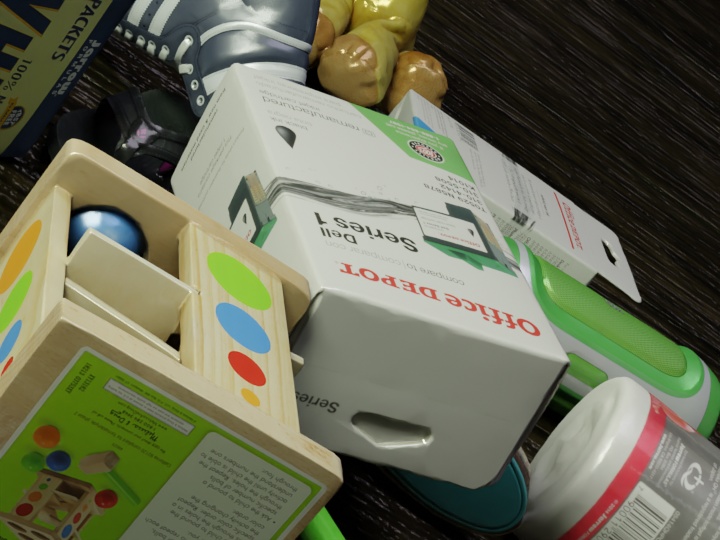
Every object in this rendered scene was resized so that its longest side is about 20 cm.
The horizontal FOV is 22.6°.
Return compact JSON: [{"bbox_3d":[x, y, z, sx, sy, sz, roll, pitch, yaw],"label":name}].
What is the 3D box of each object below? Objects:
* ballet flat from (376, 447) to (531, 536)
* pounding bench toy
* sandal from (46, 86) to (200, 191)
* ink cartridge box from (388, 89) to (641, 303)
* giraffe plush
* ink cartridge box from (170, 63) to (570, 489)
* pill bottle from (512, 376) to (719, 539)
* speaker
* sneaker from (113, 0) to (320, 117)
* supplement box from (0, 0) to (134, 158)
[{"bbox_3d":[0.014,0.065,0.969,0.199,0.068,0.062,39,11,-6],"label":"ballet flat"},{"bbox_3d":[-0.069,0.068,0.735,0.199,0.124,0.157,32,22,-22],"label":"pounding bench toy"},{"bbox_3d":[-0.123,-0.080,1.037,0.075,0.048,0.201,40,20,-2],"label":"sandal"},{"bbox_3d":[0.098,-0.031,1.285,0.199,0.068,0.116,33,22,-17],"label":"ink cartridge box"},{"bbox_3d":[0.025,-0.217,1.358,0.172,0.163,0.199,35,16,21],"label":"giraffe plush"},{"bbox_3d":[0.000,0.000,0.893,0.145,0.085,0.201,16,29,-28],"label":"ink cartridge box"},{"bbox_3d":[0.190,0.161,1.012,0.199,0.111,0.111,38,21,-6],"label":"pill bottle"},{"bbox_3d":[0.141,0.054,1.174,0.199,0.089,0.089,31,23,-24],"label":"speaker"},{"bbox_3d":[-0.117,-0.141,1.102,0.198,0.110,0.070,2,-3,23],"label":"sneaker"},{"bbox_3d":[-0.249,-0.173,0.885,0.200,0.135,0.199,49,23,20],"label":"supplement box"}]
